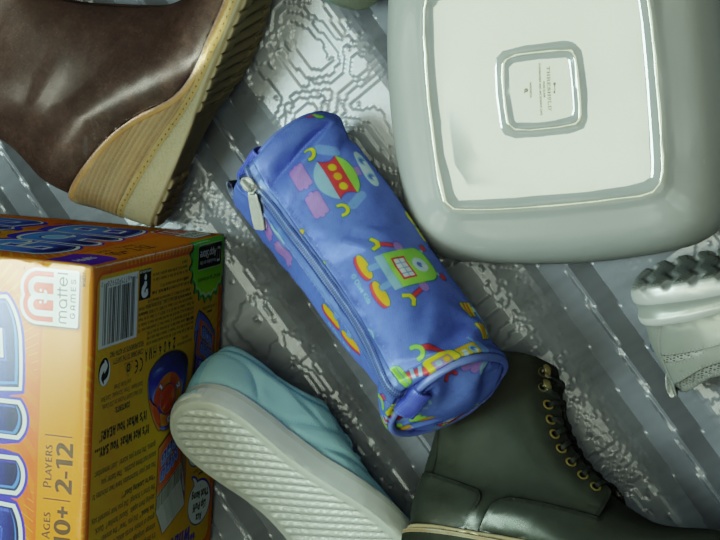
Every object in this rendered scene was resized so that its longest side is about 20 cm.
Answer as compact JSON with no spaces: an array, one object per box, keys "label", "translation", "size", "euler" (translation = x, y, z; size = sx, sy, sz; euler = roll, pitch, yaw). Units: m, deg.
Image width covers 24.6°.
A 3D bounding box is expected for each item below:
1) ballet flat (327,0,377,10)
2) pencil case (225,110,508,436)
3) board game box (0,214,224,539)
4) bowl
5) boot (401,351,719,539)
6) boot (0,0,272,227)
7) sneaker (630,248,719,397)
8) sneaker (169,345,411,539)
[{"label":"ballet flat","translation":[-0.046,-0.230,0.926],"size":[0.200,0.068,0.064],"euler":[45,139,-18]},{"label":"pencil case","translation":[0.000,0.000,0.938],"size":[0.201,0.086,0.078],"euler":[55,133,22]},{"label":"board game box","translation":[-0.209,0.077,0.965],"size":[0.198,0.200,0.202],"euler":[5,97,15]},{"label":"bowl","translation":[0.107,-0.101,0.930],"size":[0.198,0.075,0.202],"euler":[-4,96,16]},{"label":"boot","translation":[0.124,0.110,0.925],"size":[0.198,0.078,0.140],"euler":[3,70,18]},{"label":"boot","translation":[-0.155,-0.142,0.994],"size":[0.166,0.072,0.201],"euler":[31,106,8]},{"label":"sneaker","translation":[0.255,0.025,0.914],"size":[0.198,0.075,0.083],"euler":[-7,108,22]},{"label":"sneaker","translation":[-0.021,0.117,0.990],"size":[0.074,0.082,0.200],"euler":[-32,112,36]}]
